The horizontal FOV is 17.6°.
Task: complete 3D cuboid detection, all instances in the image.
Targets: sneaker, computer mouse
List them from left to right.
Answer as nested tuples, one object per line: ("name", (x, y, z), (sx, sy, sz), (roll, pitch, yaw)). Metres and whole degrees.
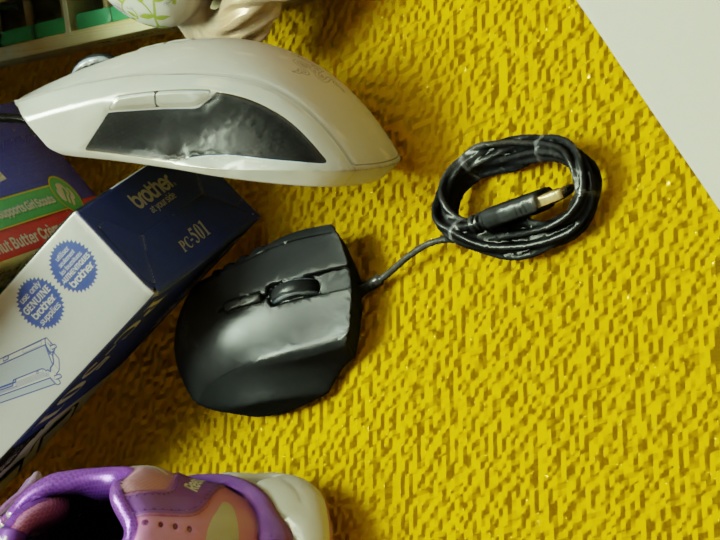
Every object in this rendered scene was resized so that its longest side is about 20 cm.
("sneaker", (-0.103, 0.106, 0.822), (0.200, 0.088, 0.081), (-18, 65, 45))
("computer mouse", (-0.081, -0.064, 0.827), (0.199, 0.110, 0.044), (7, 101, 15))
("computer mouse", (0.000, 0.000, 0.797), (0.200, 0.034, 0.059), (-29, 55, 39))

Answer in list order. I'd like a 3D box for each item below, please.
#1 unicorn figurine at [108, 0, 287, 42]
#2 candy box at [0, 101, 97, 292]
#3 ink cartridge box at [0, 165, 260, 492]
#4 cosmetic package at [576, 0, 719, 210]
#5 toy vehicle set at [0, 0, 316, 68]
("unicorn figurine", (-0.104, -0.150, 0.844), (0.200, 0.074, 0.137), (52, 147, 10))
("candy box", (-0.208, 0.032, 0.899), (0.077, 0.169, 0.200), (47, 110, 7))
("ink cartridge box", (-0.129, 0.041, 0.879), (0.044, 0.094, 0.200), (45, 118, 2))
("cosmetic package", (0.128, -0.067, 0.558), (0.113, 0.081, 0.200), (-29, 96, 38))
("toy vehicle set", (-0.090, -0.154, 0.907), (0.200, 0.026, 0.125), (-7, 91, 39))
